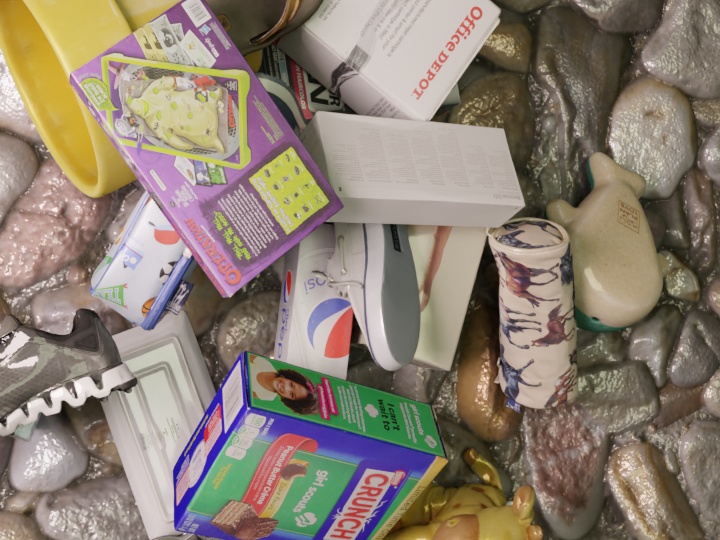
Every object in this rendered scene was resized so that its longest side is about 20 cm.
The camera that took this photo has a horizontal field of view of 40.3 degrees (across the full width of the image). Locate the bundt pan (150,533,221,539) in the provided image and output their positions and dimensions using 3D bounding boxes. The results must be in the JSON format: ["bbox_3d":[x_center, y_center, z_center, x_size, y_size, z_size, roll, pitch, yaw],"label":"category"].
[{"bbox_3d":[-0.157,0.350,0.904,0.198,0.076,0.206,0,90,-17],"label":"bundt pan"}]

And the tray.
[{"bbox_3d":[-0.182,0.150,0.939,0.106,0.022,0.203,-20,93,-16],"label":"tray"}]

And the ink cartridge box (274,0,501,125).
[{"bbox_3d":[0.011,-0.240,0.920,0.199,0.084,0.145,38,75,-7],"label":"ink cartridge box"}]

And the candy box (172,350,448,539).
[{"bbox_3d":[-0.049,0.177,0.890,0.197,0.078,0.170,17,125,-25],"label":"candy box"}]

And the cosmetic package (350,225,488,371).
[{"bbox_3d":[0.064,-0.010,0.980,0.086,0.103,0.203,18,81,-13],"label":"cosmetic package"}]

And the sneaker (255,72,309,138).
[{"bbox_3d":[-0.070,-0.099,0.909,0.069,0.200,0.083,3,70,27],"label":"sneaker"}]

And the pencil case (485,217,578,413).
[{"bbox_3d":[0.169,0.042,0.974,0.088,0.078,0.203,2,122,18],"label":"pencil case"}]

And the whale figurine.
[{"bbox_3d":[0.255,-0.027,1.054,0.157,0.104,0.203,24,57,-15],"label":"whale figurine"}]

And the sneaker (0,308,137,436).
[{"bbox_3d":[-0.282,0.086,0.771,0.197,0.066,0.092,-20,90,-21],"label":"sneaker"}]

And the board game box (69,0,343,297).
[{"bbox_3d":[-0.115,-0.096,0.753,0.120,0.032,0.201,-38,100,-22],"label":"board game box"}]

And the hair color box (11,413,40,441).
[{"bbox_3d":[-0.366,0.081,0.837,0.197,0.099,0.062,23,80,-15],"label":"hair color box"}]

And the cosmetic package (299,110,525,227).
[{"bbox_3d":[0.046,-0.086,0.871,0.197,0.051,0.084,1,63,-29],"label":"cosmetic package"}]

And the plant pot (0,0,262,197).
[{"bbox_3d":[-0.196,-0.195,0.866,0.187,0.200,0.203,-30,96,-26],"label":"plant pot"}]

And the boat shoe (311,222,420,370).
[{"bbox_3d":[-0.003,-0.002,0.896,0.074,0.085,0.206,20,56,-53],"label":"boat shoe"}]

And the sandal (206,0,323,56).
[{"bbox_3d":[-0.086,-0.229,0.807,0.200,0.054,0.082,-42,102,-32],"label":"sandal"}]

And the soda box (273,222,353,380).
[{"bbox_3d":[-0.046,0.057,0.960,0.062,0.068,0.204,7,85,-16],"label":"soda box"}]

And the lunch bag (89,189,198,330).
[{"bbox_3d":[-0.160,-0.040,0.853,0.075,0.200,0.162,32,95,-11],"label":"lunch bag"}]

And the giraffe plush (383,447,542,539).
[{"bbox_3d":[0.108,0.273,0.947,0.197,0.162,0.175,-23,94,-16],"label":"giraffe plush"}]

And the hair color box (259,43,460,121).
[{"bbox_3d":[-0.006,-0.201,0.987,0.196,0.061,0.101,-9,89,-18],"label":"hair color box"}]
